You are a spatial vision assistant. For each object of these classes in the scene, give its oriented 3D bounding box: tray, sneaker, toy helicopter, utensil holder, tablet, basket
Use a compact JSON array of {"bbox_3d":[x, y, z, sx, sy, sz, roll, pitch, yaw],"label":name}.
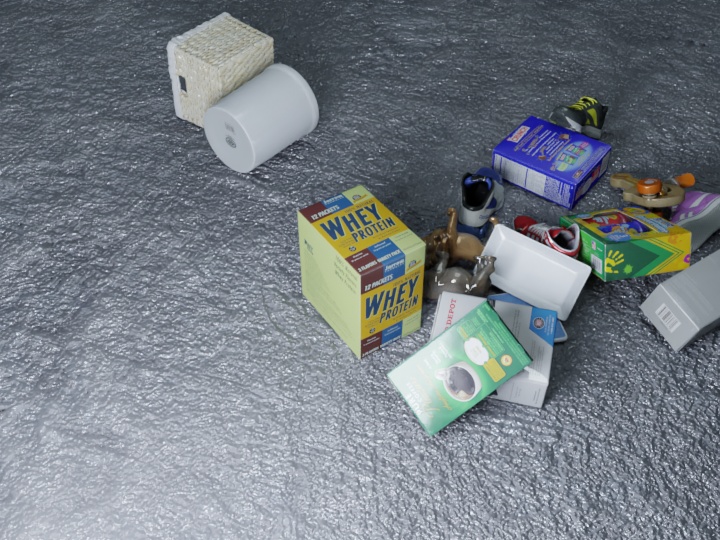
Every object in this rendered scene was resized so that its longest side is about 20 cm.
[{"bbox_3d":[0.313,0.002,1.558,0.199,0.108,0.022,29,6,28],"label":"tray"},{"bbox_3d":[0.481,-0.348,1.878,0.074,0.085,0.199,28,15,33],"label":"sneaker"},{"bbox_3d":[0.585,-0.170,1.740,0.131,0.080,0.200,-17,24,-13],"label":"toy helicopter"},{"bbox_3d":[-0.217,-0.329,1.858,0.169,0.171,0.200,29,53,27],"label":"utensil holder"},{"bbox_3d":[0.633,-0.094,1.694,0.199,0.073,0.114,-29,31,-20],"label":"sneaker"},{"bbox_3d":[0.256,0.091,1.523,0.198,0.014,0.131,-8,44,-7],"label":"tablet"},{"bbox_3d":[0.246,-0.159,1.713,0.080,0.116,0.200,14,45,13],"label":"sneaker"},{"bbox_3d":[0.353,-0.067,1.617,0.071,0.113,0.201,-15,46,-16],"label":"sneaker"},{"bbox_3d":[-0.315,-0.447,1.957,0.160,0.199,0.200,29,50,25],"label":"basket"}]

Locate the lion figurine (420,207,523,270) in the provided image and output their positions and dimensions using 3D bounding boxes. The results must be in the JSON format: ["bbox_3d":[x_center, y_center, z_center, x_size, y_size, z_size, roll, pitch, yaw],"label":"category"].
[{"bbox_3d":[0.204,-0.045,1.620,0.198,0.072,0.124,10,84,-1],"label":"lion figurine"}]

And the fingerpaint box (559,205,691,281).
[{"bbox_3d":[0.485,-0.056,1.583,0.165,0.074,0.200,-8,20,-8],"label":"fingerpaint box"}]

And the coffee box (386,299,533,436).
[{"bbox_3d":[0.153,0.152,1.332,0.200,0.044,0.123,-39,83,7],"label":"coffee box"}]

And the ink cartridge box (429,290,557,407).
[{"bbox_3d":[0.216,0.129,1.418,0.198,0.085,0.145,10,55,10],"label":"ink cartridge box"}]

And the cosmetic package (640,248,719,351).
[{"bbox_3d":[0.609,0.045,1.507,0.199,0.090,0.107,-22,64,-26],"label":"cosmetic package"}]

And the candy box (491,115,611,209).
[{"bbox_3d":[0.405,-0.235,1.821,0.199,0.077,0.169,29,51,26],"label":"candy box"}]

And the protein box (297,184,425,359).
[{"bbox_3d":[0.000,0.000,1.482,0.134,0.201,0.199,-25,48,-24],"label":"protein box"}]

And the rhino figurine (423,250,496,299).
[{"bbox_3d":[0.146,0.009,1.554,0.198,0.088,0.060,5,-1,16],"label":"rhino figurine"}]
